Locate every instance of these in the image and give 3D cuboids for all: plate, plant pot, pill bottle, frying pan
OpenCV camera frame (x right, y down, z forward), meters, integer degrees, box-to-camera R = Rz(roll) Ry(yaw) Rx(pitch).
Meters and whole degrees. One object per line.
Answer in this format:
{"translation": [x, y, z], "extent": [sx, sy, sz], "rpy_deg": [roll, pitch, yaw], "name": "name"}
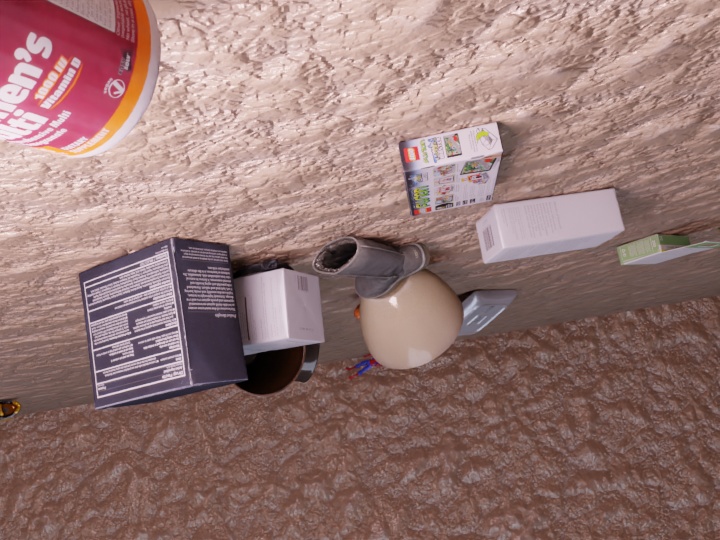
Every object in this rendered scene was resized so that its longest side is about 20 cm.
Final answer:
{"translation": [0.309, 0.122, 2.180], "extent": [0.199, 0.032, 0.200], "rpy_deg": [1, 142, -46], "name": "plate"}
{"translation": [-0.240, 0.173, 1.786], "extent": [0.185, 0.189, 0.200], "rpy_deg": [-5, 180, -23], "name": "plant pot"}
{"translation": [-0.200, -0.127, 0.389], "extent": [0.109, 0.111, 0.200], "rpy_deg": [-15, 168, 26], "name": "pill bottle"}
{"translation": [-0.166, 0.002, 1.303], "extent": [0.114, 0.031, 0.190], "rpy_deg": [-10, 167, 7], "name": "frying pan"}
{"translation": [0.077, 0.063, 1.510], "extent": [0.199, 0.201, 0.135], "rpy_deg": [-14, 132, 22], "name": "plant pot"}

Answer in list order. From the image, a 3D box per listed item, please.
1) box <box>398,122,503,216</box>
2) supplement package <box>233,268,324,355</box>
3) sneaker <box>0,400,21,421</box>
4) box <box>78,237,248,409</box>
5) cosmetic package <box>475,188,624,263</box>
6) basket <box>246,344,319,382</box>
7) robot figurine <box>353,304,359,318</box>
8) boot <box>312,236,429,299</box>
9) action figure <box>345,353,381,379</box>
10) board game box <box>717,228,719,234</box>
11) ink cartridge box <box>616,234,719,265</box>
{"translation": [0.105, -0.113, 0.950], "extent": [0.109, 0.035, 0.200], "rpy_deg": [-11, 169, 3], "name": "box"}
{"translation": [-0.173, 0.073, 1.304], "extent": [0.198, 0.111, 0.114], "rpy_deg": [-11, 167, 26], "name": "supplement package"}
{"translation": [-1.183, 0.450, 2.585], "extent": [0.199, 0.078, 0.082], "rpy_deg": [-13, 170, -47], "name": "sneaker"}
{"translation": [-0.280, 0.080, 1.147], "extent": [0.199, 0.200, 0.123], "rpy_deg": [-16, 168, 31], "name": "box"}
{"translation": [0.291, -0.068, 1.257], "extent": [0.198, 0.072, 0.101], "rpy_deg": [-8, 169, -11], "name": "cosmetic package"}
{"translation": [-0.221, 0.196, 1.975], "extent": [0.198, 0.136, 0.181], "rpy_deg": [2, 128, -27], "name": "basket"}
{"translation": [0.067, 0.100, 1.813], "extent": [0.143, 0.117, 0.200], "rpy_deg": [-26, 167, 4], "name": "robot figurine"}
{"translation": [-0.002, -0.002, 1.333], "extent": [0.199, 0.073, 0.182], "rpy_deg": [-8, 157, -49], "name": "boot"}
{"translation": [0.021, 0.388, 3.351], "extent": [0.199, 0.066, 0.099], "rpy_deg": [-27, 162, 18], "name": "action figure"}
{"translation": [0.824, -0.104, 1.707], "extent": [0.095, 0.030, 0.200], "rpy_deg": [-12, 172, 9], "name": "board game box"}
{"translation": [0.682, -0.055, 1.756], "extent": [0.145, 0.048, 0.199], "rpy_deg": [-1, 165, -41], "name": "ink cartridge box"}
